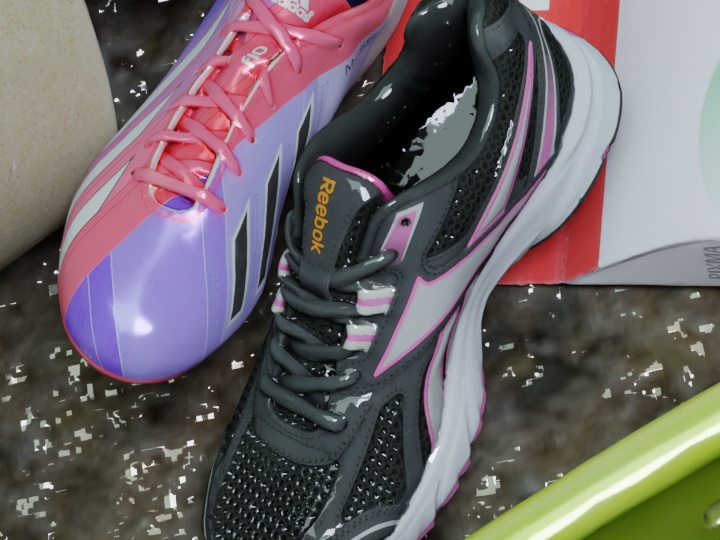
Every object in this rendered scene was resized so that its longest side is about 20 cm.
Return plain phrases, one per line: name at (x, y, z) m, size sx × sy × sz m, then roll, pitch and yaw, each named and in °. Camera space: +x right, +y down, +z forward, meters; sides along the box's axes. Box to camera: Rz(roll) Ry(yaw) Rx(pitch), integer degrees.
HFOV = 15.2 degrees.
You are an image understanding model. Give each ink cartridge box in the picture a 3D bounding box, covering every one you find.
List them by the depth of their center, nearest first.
ink cartridge box at (0.100, -0.074, 0.869) m, size 0.199 × 0.050 × 0.161 m, roll 2°, pitch 65°, yaw 11°

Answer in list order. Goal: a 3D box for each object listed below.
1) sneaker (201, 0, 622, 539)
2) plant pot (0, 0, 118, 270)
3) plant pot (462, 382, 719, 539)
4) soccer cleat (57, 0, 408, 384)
sneaker at (0.000, 0.000, 0.819) m, size 0.080 × 0.086 × 0.201 m, roll 19°, pitch 81°, yaw 32°
plant pot at (-0.185, -0.043, 0.859) m, size 0.199 × 0.188 × 0.188 m, roll -19°, pitch 61°, yaw -15°
plant pot at (0.095, 0.172, 0.676) m, size 0.200 × 0.182 × 0.199 m, roll -33°, pitch 62°, yaw -3°
soccer cleat at (-0.036, -0.052, 0.843) m, size 0.067 × 0.077 × 0.200 m, roll 27°, pitch 53°, yaw 4°
